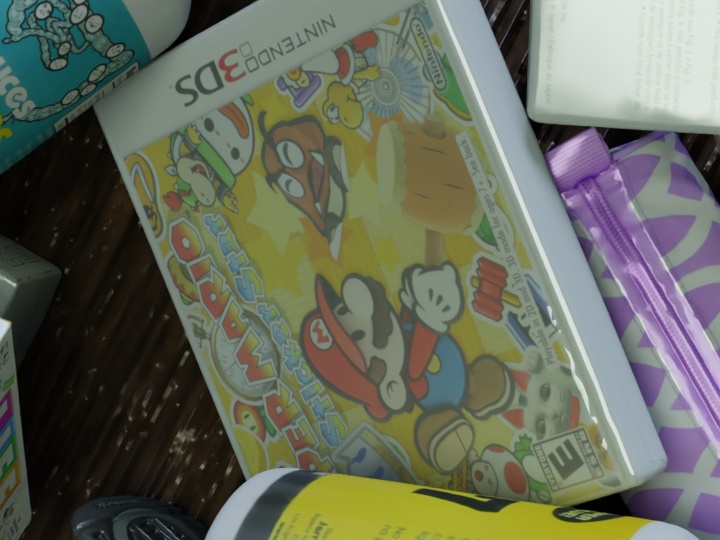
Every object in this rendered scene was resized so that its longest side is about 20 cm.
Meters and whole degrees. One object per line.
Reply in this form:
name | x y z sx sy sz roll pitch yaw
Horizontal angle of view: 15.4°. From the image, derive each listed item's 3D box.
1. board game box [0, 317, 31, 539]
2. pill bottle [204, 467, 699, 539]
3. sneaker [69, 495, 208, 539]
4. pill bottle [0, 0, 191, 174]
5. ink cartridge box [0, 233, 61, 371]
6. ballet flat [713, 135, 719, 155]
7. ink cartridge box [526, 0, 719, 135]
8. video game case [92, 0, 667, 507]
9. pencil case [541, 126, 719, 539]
board game box | -0.212 0.026 0.927 0.200 0.135 0.034 24 58 12
pill bottle | 0.052 0.131 0.855 0.200 0.114 0.114 7 97 24
sneaker | -0.048 0.176 0.977 0.200 0.076 0.091 47 119 21
pill bottle | -0.138 -0.095 0.936 0.200 0.111 0.111 -39 84 -7
ink cartridge box | -0.226 0.000 1.016 0.200 0.050 0.109 30 102 10
ballet flat | 0.178 0.005 0.891 0.200 0.067 0.068 50 128 7
ink cartridge box | 0.155 -0.122 0.839 0.200 0.050 0.162 5 103 12
video game case | 0.000 0.000 0.925 0.182 0.023 0.200 -23 89 46
pencil case | 0.118 0.047 0.908 0.084 0.085 0.200 -32 85 9
